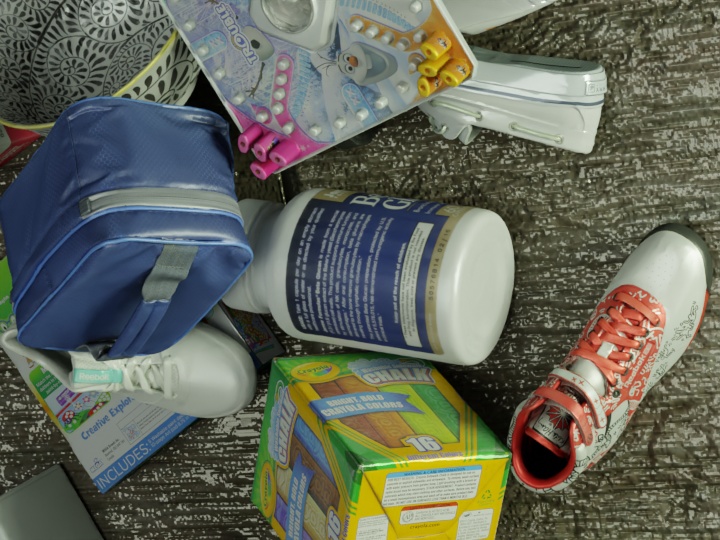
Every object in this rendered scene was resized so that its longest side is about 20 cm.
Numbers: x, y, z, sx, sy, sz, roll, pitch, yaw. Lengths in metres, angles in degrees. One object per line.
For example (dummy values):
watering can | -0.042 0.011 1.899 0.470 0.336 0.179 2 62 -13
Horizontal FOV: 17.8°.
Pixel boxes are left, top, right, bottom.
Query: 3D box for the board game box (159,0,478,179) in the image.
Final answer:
board game box | -0.048 -0.176 1.520 0.199 0.026 0.201 -23 105 39

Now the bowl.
bowl | -0.178 -0.162 1.684 0.200 0.094 0.202 -19 50 24

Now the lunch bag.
lunch bag | -0.172 -0.015 1.630 0.200 0.135 0.133 -47 47 49

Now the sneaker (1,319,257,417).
sneaker | -0.177 0.073 1.721 0.199 0.088 0.076 14 108 24

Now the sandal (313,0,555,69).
sandal | 0.060 -0.196 1.569 0.206 0.059 0.080 -21 89 0

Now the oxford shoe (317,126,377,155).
oxford shoe | -0.060 -0.177 1.651 0.084 0.073 0.201 -13 96 35

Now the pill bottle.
pill bottle | 0.000 0.000 1.643 0.199 0.111 0.112 8 107 25

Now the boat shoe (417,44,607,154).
boat shoe | 0.071 -0.120 1.595 0.199 0.073 0.067 12 108 24

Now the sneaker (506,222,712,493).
sneaker | 0.170 0.066 1.574 0.067 0.108 0.202 35 117 15

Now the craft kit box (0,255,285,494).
craft kit box | -0.187 0.041 1.793 0.200 0.048 0.198 -38 87 30

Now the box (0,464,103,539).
box | -0.273 0.287 1.866 0.152 0.106 0.201 -30 89 31

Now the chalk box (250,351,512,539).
chalk box | 0.003 0.136 1.647 0.200 0.124 0.124 47 134 51

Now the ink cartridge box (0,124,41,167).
ink cartridge box | -0.356 -0.128 1.743 0.083 0.200 0.146 -30 89 30
